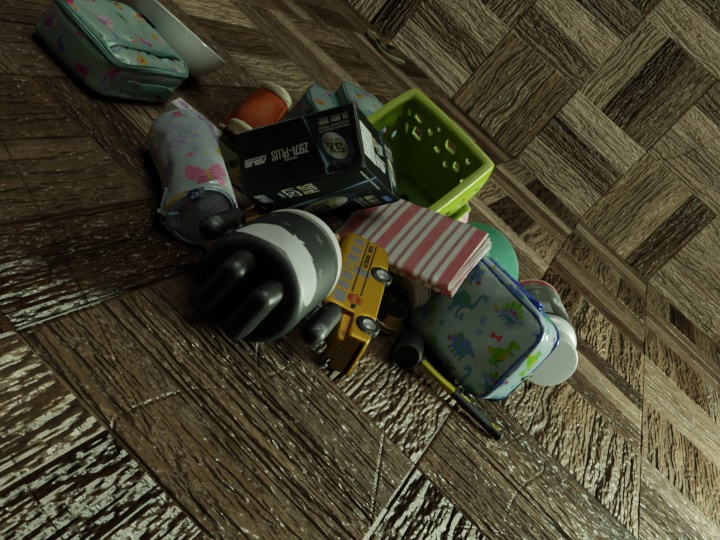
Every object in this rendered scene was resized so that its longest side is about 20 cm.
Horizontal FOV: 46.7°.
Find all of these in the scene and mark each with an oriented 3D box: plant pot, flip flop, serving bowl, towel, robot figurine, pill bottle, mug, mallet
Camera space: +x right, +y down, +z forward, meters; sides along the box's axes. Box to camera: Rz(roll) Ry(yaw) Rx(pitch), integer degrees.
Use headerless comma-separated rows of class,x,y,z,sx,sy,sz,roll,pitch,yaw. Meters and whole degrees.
plant pot,0.075,-0.142,1.378,0.199,0.200,0.182,47,-17,17
flip flop,0.089,-0.783,2.894,0.081,0.058,0.200,13,35,-52
serving bowl,-0.315,-0.381,1.345,0.200,0.066,0.200,42,4,-4
towel,0.070,-0.040,1.179,0.200,0.030,0.146,23,42,20
robot figurine,-0.099,0.005,0.914,0.200,0.124,0.151,-42,126,-64
pill bottle,0.312,0.107,1.457,0.114,0.114,0.200,36,22,-16
mug,0.172,0.014,1.340,0.185,0.152,0.114,51,30,19
mallet,0.121,0.156,1.143,0.200,0.041,0.066,42,18,-13

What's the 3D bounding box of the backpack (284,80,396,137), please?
backpack,-0.031,-0.251,1.512,0.200,0.153,0.176,19,34,-30

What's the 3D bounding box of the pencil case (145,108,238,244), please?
pencil case,-0.209,-0.118,1.024,0.200,0.090,0.083,-113,-172,-46

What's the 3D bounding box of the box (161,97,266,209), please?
box,-0.198,-0.168,1.200,0.200,0.039,0.041,40,19,-6

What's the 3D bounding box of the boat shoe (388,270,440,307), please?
boat shoe,0.054,-0.011,1.243,0.071,0.072,0.200,-14,41,-30

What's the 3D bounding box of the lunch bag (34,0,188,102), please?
lunch bag,-0.338,-0.309,1.175,0.160,0.077,0.200,45,21,9

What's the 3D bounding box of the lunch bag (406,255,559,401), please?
lunch bag,0.177,0.077,1.202,0.082,0.161,0.200,22,22,-54

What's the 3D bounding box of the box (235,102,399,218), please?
box,-0.051,-0.136,1.120,0.200,0.163,0.086,28,52,-73

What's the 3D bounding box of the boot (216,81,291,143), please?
boot,-0.154,-0.227,1.247,0.075,0.107,0.200,38,-5,-17

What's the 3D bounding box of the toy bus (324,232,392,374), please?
toy bus,-0.013,0.038,1.046,0.078,0.065,0.200,27,34,-6

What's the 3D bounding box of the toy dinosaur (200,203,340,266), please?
toy dinosaur,-0.123,-0.049,1.046,0.200,0.061,0.106,-7,12,-29

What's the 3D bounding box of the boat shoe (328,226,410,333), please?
boat shoe,0.000,0.000,1.191,0.200,0.062,0.075,50,24,24

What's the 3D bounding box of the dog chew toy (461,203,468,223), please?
dog chew toy,0.131,-0.134,1.616,0.124,0.125,0.200,31,15,-27
